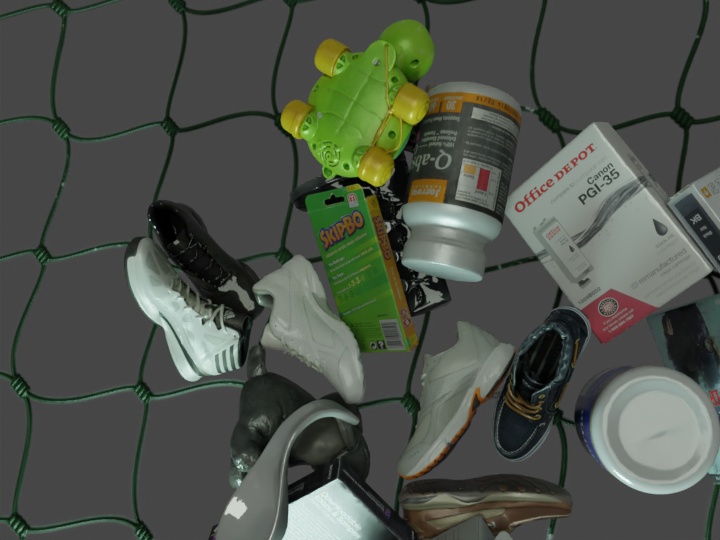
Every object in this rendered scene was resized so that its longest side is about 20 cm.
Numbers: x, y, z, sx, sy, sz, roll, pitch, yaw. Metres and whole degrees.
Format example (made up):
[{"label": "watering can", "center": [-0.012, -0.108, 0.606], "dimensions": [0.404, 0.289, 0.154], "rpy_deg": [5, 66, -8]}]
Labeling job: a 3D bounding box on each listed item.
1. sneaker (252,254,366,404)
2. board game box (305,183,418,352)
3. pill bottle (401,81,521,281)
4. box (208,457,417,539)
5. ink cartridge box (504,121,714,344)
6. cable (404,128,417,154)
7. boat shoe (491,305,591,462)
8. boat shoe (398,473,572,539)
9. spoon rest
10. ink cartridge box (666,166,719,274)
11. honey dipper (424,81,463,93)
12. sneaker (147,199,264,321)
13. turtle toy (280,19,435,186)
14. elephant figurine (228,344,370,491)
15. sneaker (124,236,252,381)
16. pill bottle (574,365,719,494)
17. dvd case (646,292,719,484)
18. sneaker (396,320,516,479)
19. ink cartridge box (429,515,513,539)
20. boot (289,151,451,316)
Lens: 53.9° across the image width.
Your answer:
[{"label": "sneaker", "center": [-0.066, 0.083, 0.849], "dimensions": [0.098, 0.078, 0.201], "rpy_deg": [-26, 63, -17]}, {"label": "board game box", "center": [0.000, 0.000, 0.835], "dimensions": [0.094, 0.030, 0.203], "rpy_deg": [-6, 108, 42]}, {"label": "pill bottle", "center": [0.110, -0.097, 0.798], "dimensions": [0.114, 0.116, 0.204], "rpy_deg": [11, 82, 10]}, {"label": "box", "center": [-0.054, 0.302, 0.794], "dimensions": [0.198, 0.036, 0.143], "rpy_deg": [-32, 113, 23]}, {"label": "ink cartridge box", "center": [0.275, -0.044, 0.800], "dimensions": [0.146, 0.082, 0.201], "rpy_deg": [-42, 78, 29]}, {"label": "cable", "center": [0.053, -0.172, 0.890], "dimensions": [0.199, 0.050, 0.098], "rpy_deg": [39, 84, 13]}, {"label": "boat shoe", "center": [0.185, 0.134, 0.784], "dimensions": [0.070, 0.090, 0.203], "rpy_deg": [28, 111, 26]}, {"label": "boat shoe", "center": [0.144, 0.280, 0.815], "dimensions": [0.196, 0.076, 0.073], "rpy_deg": [-6, 88, 15]}, {"label": "spoon rest", "center": [-0.085, 0.216, 0.729], "dimensions": [0.061, 0.099, 0.201], "rpy_deg": [43, 77, -31]}, {"label": "ink cartridge box", "center": [0.446, -0.030, 0.759], "dimensions": [0.196, 0.043, 0.202], "rpy_deg": [-23, 74, -36]}, {"label": "honey dipper", "center": [0.029, -0.202, 0.864], "dimensions": [0.196, 0.038, 0.039], "rpy_deg": [-6, 82, -2]}, {"label": "sneaker", "center": [-0.202, -0.011, 0.892], "dimensions": [0.200, 0.091, 0.076], "rpy_deg": [43, 89, 10]}, {"label": "turtle toy", "center": [0.014, -0.190, 0.795], "dimensions": [0.145, 0.101, 0.202], "rpy_deg": [34, 98, 16]}, {"label": "elephant figurine", "center": [-0.047, 0.202, 0.834], "dimensions": [0.196, 0.142, 0.157], "rpy_deg": [7, 126, 2]}, {"label": "sneaker", "center": [-0.193, 0.038, 0.851], "dimensions": [0.113, 0.076, 0.203], "rpy_deg": [-12, 119, 18]}, {"label": "pill bottle", "center": [0.286, 0.158, 0.738], "dimensions": [0.113, 0.200, 0.118], "rpy_deg": [-1, 82, 10]}, {"label": "dvd case", "center": [0.387, 0.130, 0.755], "dimensions": [0.022, 0.146, 0.203], "rpy_deg": [-18, 81, -12]}, {"label": "sneaker", "center": [0.096, 0.151, 0.841], "dimensions": [0.091, 0.076, 0.201], "rpy_deg": [36, 82, 19]}, {"label": "ink cartridge box", "center": [0.098, 0.373, 0.745], "dimensions": [0.199, 0.125, 0.129], "rpy_deg": [-33, 99, 15]}, {"label": "boot", "center": [0.011, -0.030, 0.880], "dimensions": [0.163, 0.066, 0.203], "rpy_deg": [-19, 91, 20]}]
